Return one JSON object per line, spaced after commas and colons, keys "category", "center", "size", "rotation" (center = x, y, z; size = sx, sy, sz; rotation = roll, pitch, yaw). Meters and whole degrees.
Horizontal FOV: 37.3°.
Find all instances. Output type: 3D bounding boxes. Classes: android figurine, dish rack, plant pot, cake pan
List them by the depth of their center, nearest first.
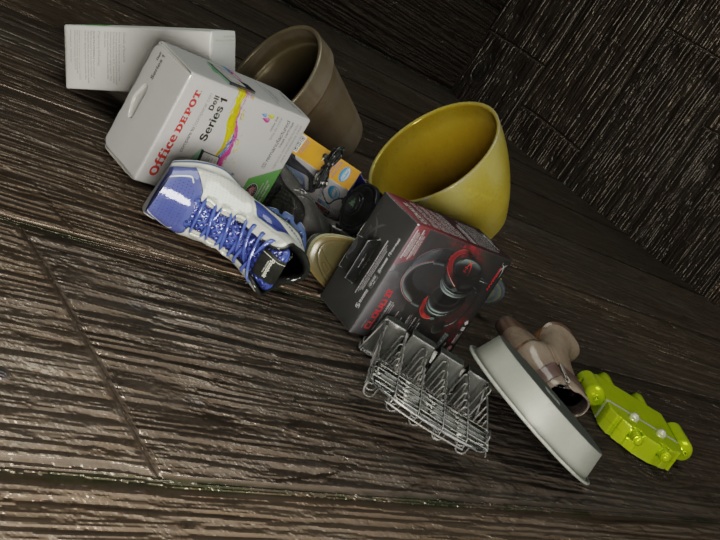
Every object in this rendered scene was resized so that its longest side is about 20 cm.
{"category": "dish rack", "center": [0.066, 0.124, 1.091], "size": [0.152, 0.055, 0.200], "rotation": [31, 18, -4]}
{"category": "cake pan", "center": [0.200, 0.150, 1.198], "size": [0.201, 0.037, 0.200], "rotation": [48, 6, -7]}
{"category": "android figurine", "center": [0.377, 0.206, 1.478], "size": [0.181, 0.041, 0.200], "rotation": [32, 14, -7]}
{"category": "plant pot", "center": [0.129, -0.112, 1.480], "size": [0.143, 0.199, 0.200], "rotation": [55, 2, -33]}
{"category": "plant pot", "center": [-0.090, -0.250, 1.671], "size": [0.173, 0.200, 0.200], "rotation": [40, 8, -40]}

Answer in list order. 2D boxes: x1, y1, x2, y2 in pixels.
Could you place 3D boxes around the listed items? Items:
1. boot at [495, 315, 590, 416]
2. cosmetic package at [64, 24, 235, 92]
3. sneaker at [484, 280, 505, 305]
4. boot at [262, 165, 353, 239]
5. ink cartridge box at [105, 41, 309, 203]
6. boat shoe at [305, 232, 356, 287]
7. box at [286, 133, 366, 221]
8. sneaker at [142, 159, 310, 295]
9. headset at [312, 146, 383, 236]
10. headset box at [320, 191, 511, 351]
{"category": "boot", "center": [0.262, 0.135, 1.432], "size": [0.198, 0.071, 0.147], "rotation": [18, 28, -40]}
{"category": "cosmetic package", "center": [-0.270, -0.273, 1.386], "size": [0.197, 0.086, 0.108], "rotation": [3, 12, 8]}
{"category": "sneaker", "center": [0.128, 0.021, 1.497], "size": [0.198, 0.074, 0.081], "rotation": [14, 30, -32]}
{"category": "boot", "center": [-0.081, -0.080, 1.401], "size": [0.131, 0.070, 0.201], "rotation": [30, 22, -37]}
{"category": "ink cartridge box", "center": [-0.181, -0.165, 1.276], "size": [0.199, 0.146, 0.084], "rotation": [14, 24, -49]}
{"category": "boat shoe", "center": [0.001, -0.001, 1.306], "size": [0.199, 0.072, 0.066], "rotation": [21, 10, -40]}
{"category": "box", "center": [-0.080, -0.138, 1.476], "size": [0.199, 0.042, 0.119], "rotation": [36, -24, 4]}
{"category": "sneaker", "center": [-0.126, -0.040, 1.141], "size": [0.198, 0.081, 0.115], "rotation": [26, 15, -30]}
{"category": "headset", "center": [0.021, -0.079, 1.354], "size": [0.199, 0.095, 0.123], "rotation": [31, -1, 24]}
{"category": "headset box", "center": [0.059, 0.007, 1.239], "size": [0.199, 0.150, 0.075], "rotation": [18, 21, -45]}
